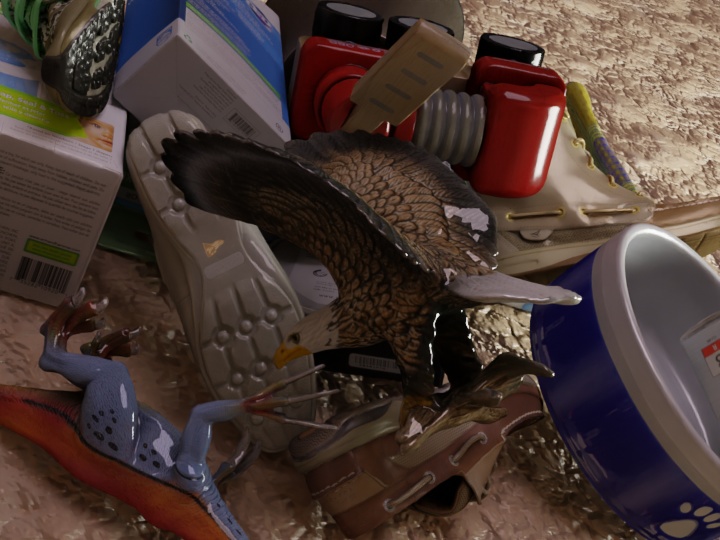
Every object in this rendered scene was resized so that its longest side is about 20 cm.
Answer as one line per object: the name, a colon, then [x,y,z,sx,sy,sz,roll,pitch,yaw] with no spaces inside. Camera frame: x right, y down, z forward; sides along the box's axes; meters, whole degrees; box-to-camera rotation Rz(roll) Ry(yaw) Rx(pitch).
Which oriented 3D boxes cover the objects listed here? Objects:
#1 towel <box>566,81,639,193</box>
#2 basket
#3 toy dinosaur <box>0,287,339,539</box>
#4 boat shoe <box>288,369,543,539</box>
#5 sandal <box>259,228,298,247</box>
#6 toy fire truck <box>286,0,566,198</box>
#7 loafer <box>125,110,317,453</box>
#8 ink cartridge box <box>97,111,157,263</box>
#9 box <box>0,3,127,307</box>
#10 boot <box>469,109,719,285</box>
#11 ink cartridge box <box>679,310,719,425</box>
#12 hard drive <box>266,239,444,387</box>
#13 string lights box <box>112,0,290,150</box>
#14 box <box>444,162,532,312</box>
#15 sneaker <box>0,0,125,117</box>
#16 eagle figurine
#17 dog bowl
towel: [0.217,-0.055,1.122,0.022,0.145,0.201,-19,42,2]
basket: [-0.004,-0.155,1.024,0.177,0.138,0.201,-10,23,6]
toy dinosaur: [-0.103,0.107,0.678,0.198,0.105,0.183,-23,63,-9]
boat shoe: [0.042,0.108,0.777,0.198,0.075,0.073,-10,72,-45]
sandal: [-0.029,-0.033,0.866,0.197,0.044,0.076,-5,19,-10]
toy fire truck: [0.049,-0.104,0.826,0.173,0.130,0.201,10,21,-10]
loafer: [-0.076,0.006,0.769,0.070,0.069,0.203,158,-88,-85]
ink cartridge box: [-0.121,-0.081,0.929,0.102,0.060,0.201,18,31,-18]
box: [-0.208,-0.088,0.821,0.111,0.102,0.201,18,31,-18]
boot: [0.171,-0.070,0.987,0.197,0.073,0.158,-12,68,2]
ink cartridge box: [0.290,0.122,0.831,0.161,0.050,0.202,7,52,-50]
hard drive: [0.000,0.000,0.886,0.137,0.038,0.201,8,28,7]
string lights box: [-0.101,-0.144,0.880,0.103,0.059,0.201,44,20,-28]
box: [0.120,-0.030,1.079,0.197,0.041,0.157,15,33,-20]
sneaker: [-0.182,-0.151,0.781,0.087,0.078,0.201,8,28,-11]
eagle figurine: [0.004,-0.007,0.689,0.149,0.152,0.202,-24,77,-15]
dog bowl: [0.202,0.075,0.878,0.199,0.078,0.202,34,37,-30]
